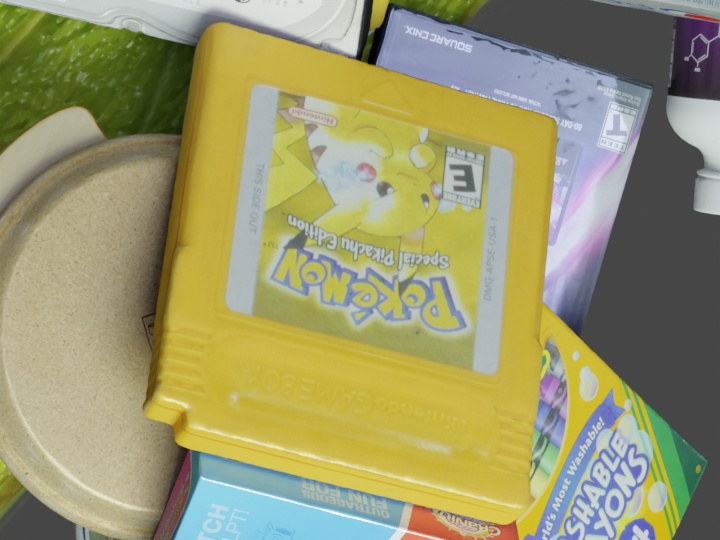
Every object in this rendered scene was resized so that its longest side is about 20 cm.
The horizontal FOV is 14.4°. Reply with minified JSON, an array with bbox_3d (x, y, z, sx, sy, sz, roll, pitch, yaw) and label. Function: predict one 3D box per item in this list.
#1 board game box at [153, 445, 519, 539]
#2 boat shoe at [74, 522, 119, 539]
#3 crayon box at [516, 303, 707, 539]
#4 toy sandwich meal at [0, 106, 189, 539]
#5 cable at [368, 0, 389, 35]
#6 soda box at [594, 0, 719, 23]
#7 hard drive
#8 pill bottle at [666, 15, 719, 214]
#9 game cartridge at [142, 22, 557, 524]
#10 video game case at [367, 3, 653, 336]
[{"bbox_3d":[-0.035,0.178,1.283,0.153,0.040,0.200,15,118,-14],"label":"board game box"},{"bbox_3d":[-0.080,0.063,1.360,0.072,0.062,0.200,24,90,-15],"label":"boat shoe"},{"bbox_3d":[0.075,0.095,1.352,0.200,0.052,0.126,42,67,-39],"label":"crayon box"},{"bbox_3d":[-0.102,0.028,1.298,0.205,0.070,0.205,2,85,-21],"label":"toy sandwich meal"},{"bbox_3d":[0.005,-0.188,1.317,0.097,0.050,0.200,33,120,-8],"label":"cable"},{"bbox_3d":[0.129,-0.156,1.328,0.068,0.200,0.063,8,95,-59],"label":"soda box"},{"bbox_3d":[-0.090,-0.157,1.273,0.200,0.140,0.038,14,57,2],"label":"hard drive"},{"bbox_3d":[0.209,-0.126,1.388,0.112,0.112,0.200,3,95,-14],"label":"pill bottle"},{"bbox_3d":[0.000,0.000,1.266,0.176,0.032,0.200,14,60,-16],"label":"game cartridge"},{"bbox_3d":[0.051,-0.016,1.408,0.143,0.019,0.200,16,91,-15],"label":"video game case"}]
